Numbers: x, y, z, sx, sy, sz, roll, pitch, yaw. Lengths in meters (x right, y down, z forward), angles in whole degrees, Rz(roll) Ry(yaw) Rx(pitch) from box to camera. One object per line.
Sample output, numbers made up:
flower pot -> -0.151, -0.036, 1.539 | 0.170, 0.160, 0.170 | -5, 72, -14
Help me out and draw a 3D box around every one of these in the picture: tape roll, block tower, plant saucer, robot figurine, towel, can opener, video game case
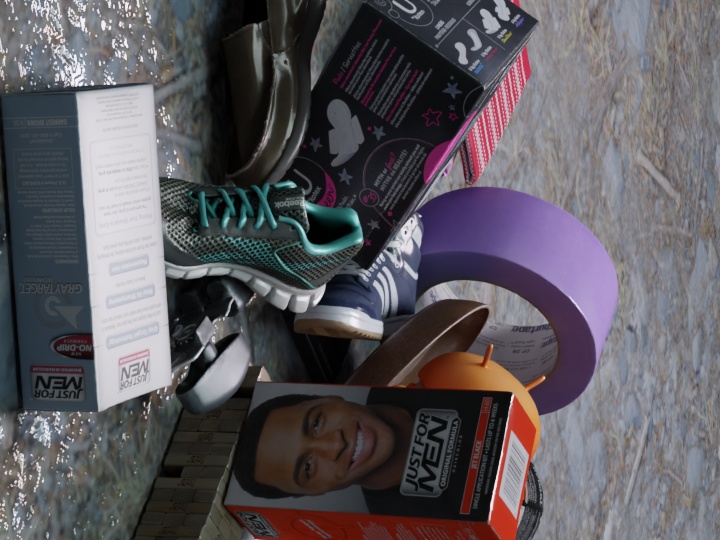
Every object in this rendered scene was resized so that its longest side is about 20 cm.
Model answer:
tape roll -> 0.118, 0.029, 1.885 | 0.085, 0.199, 0.201 | -65, 146, -43
block tower -> -0.110, 0.154, 1.551 | 0.058, 0.054, 0.201 | 62, 36, -45
plant saucer -> 0.026, 0.091, 1.762 | 0.200, 0.034, 0.200 | -44, 167, -13
robot figurine -> 0.064, 0.149, 1.711 | 0.200, 0.144, 0.117 | -52, -178, 7
towel -> 0.108, -0.185, 1.884 | 0.200, 0.022, 0.145 | -61, 145, -52
can opener -> -0.096, 0.032, 1.572 | 0.067, 0.053, 0.200 | 59, 34, -17
video game case -> -0.022, -0.023, 1.793 | 0.143, 0.019, 0.201 | 68, 33, -41

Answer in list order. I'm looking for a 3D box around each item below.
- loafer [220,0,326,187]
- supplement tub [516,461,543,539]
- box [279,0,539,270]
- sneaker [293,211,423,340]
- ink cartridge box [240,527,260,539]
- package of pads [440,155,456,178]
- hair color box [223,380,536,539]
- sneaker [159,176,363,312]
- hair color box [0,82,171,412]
loafer -> -0.078, -0.154, 1.624 | 0.071, 0.073, 0.201 | 16, 75, -27
supplement tub -> 0.081, 0.192, 1.877 | 0.200, 0.122, 0.123 | 31, 62, -69
box -> 0.027, -0.127, 1.667 | 0.200, 0.114, 0.132 | -56, 177, 37
sneaker -> 0.000, 0.000, 1.731 | 0.200, 0.070, 0.109 | 7, 89, -73
ink cartridge box -> -0.088, 0.263, 1.633 | 0.201, 0.047, 0.161 | 83, 21, -46
package of pads -> 0.055, -0.180, 1.881 | 0.200, 0.075, 0.121 | -68, 148, -49
hair color box -> 0.014, 0.137, 1.518 | 0.061, 0.199, 0.102 | 55, 42, -52
sneaker -> -0.080, -0.036, 1.514 | 0.199, 0.091, 0.078 | 15, 50, -42
hair color box -> -0.174, -0.017, 1.395 | 0.099, 0.060, 0.201 | -18, 106, -65
